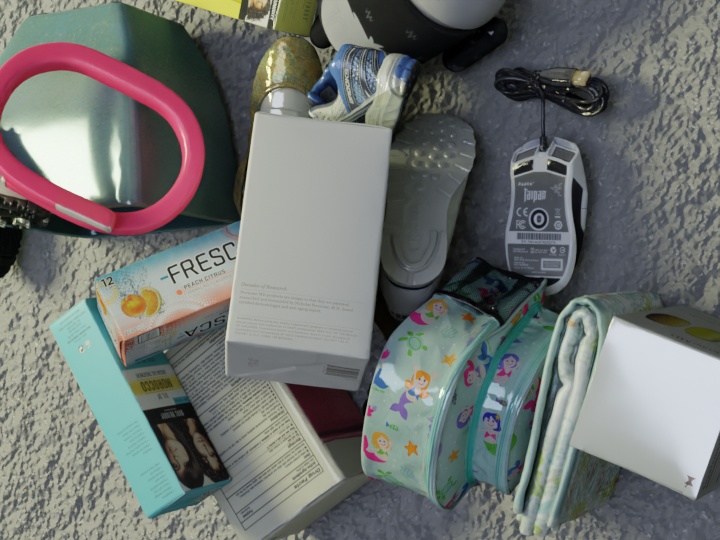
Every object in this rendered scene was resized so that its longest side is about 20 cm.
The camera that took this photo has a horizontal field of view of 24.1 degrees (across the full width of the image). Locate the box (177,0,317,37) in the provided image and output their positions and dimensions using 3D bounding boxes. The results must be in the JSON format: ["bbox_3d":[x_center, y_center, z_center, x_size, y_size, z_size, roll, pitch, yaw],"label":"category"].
[{"bbox_3d":[-0.119,-0.276,1.585,0.200,0.050,0.076,25,105,43],"label":"box"}]

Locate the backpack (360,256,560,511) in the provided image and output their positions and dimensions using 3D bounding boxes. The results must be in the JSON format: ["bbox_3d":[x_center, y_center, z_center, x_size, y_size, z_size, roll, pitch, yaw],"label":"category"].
[{"bbox_3d":[0.088,0.104,1.426,0.150,0.200,0.178,25,124,27],"label":"backpack"}]

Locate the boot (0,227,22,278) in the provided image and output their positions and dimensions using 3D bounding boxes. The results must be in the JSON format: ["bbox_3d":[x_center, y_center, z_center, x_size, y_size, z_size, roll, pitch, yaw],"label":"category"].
[{"bbox_3d":[-0.437,-0.089,1.762,0.167,0.076,0.202,0,84,23],"label":"boot"}]

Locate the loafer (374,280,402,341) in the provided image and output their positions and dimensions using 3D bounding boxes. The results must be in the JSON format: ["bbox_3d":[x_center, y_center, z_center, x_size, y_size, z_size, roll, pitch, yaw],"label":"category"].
[{"bbox_3d":[0.000,0.000,1.561,0.071,0.073,0.201,-44,67,29],"label":"loafer"}]

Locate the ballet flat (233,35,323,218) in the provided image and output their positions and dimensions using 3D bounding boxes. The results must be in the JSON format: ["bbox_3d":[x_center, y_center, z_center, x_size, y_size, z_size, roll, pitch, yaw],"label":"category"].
[{"bbox_3d":[-0.075,-0.118,1.557,0.071,0.071,0.201,34,129,21],"label":"ballet flat"}]

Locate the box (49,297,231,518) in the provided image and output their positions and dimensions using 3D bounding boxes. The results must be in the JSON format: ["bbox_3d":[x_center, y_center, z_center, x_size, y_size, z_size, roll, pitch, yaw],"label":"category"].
[{"bbox_3d":[-0.199,0.120,1.529,0.049,0.082,0.201,-35,77,23],"label":"box"}]

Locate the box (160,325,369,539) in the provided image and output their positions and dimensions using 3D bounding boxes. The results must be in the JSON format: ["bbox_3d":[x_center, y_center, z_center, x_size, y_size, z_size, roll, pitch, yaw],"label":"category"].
[{"bbox_3d":[-0.087,0.138,1.579,0.128,0.109,0.201,-38,76,23],"label":"box"}]

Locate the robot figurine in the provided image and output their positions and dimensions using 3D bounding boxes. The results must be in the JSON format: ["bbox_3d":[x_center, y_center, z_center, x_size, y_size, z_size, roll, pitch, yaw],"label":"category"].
[{"bbox_3d":[0.043,-0.246,1.484,0.200,0.150,0.126,-27,69,47],"label":"robot figurine"}]

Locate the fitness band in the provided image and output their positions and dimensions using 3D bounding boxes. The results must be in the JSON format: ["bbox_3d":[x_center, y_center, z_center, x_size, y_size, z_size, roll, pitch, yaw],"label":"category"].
[{"bbox_3d":[-0.232,-0.114,1.466,0.199,0.037,0.144,27,73,-1],"label":"fitness band"}]

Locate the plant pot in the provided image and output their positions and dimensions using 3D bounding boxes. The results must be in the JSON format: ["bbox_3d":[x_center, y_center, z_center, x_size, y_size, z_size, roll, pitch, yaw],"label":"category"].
[{"bbox_3d":[-0.241,-0.143,1.608,0.195,0.196,0.201,-3,85,26],"label":"plant pot"}]

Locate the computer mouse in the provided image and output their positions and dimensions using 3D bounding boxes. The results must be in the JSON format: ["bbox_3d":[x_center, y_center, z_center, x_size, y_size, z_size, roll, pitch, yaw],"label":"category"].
[{"bbox_3d":[0.165,-0.078,1.486,0.109,0.044,0.201,4,92,33],"label":"computer mouse"}]

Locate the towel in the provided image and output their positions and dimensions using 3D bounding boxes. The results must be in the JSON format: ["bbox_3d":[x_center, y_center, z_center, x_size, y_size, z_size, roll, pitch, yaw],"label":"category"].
[{"bbox_3d":[0.189,0.115,1.408,0.048,0.171,0.201,19,100,23],"label":"towel"}]

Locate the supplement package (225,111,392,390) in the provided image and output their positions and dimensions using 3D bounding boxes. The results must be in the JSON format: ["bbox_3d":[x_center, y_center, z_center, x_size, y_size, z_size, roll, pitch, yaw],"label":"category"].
[{"bbox_3d":[-0.044,-0.014,1.420,0.119,0.121,0.201,6,73,-2],"label":"supplement package"}]

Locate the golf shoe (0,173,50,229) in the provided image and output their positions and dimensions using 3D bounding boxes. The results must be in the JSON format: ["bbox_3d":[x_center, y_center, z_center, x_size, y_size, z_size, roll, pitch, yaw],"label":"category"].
[{"bbox_3d":[-0.354,-0.100,1.517,0.199,0.077,0.088,22,76,23],"label":"golf shoe"}]

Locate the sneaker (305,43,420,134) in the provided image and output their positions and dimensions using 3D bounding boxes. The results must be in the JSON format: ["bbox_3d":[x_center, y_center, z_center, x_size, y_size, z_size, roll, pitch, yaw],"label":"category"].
[{"bbox_3d":[-0.006,-0.144,1.498,0.085,0.200,0.077,23,63,0],"label":"sneaker"}]

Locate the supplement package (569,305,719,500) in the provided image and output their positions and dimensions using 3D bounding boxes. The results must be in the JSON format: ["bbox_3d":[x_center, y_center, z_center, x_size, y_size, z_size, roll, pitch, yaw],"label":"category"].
[{"bbox_3d":[0.263,0.100,1.355,0.113,0.200,0.110,22,101,23],"label":"supplement package"}]

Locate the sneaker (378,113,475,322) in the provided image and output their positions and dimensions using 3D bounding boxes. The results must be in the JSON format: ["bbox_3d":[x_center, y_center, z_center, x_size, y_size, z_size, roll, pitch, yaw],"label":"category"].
[{"bbox_3d":[0.054,-0.052,1.500,0.076,0.081,0.201,13,58,9],"label":"sneaker"}]

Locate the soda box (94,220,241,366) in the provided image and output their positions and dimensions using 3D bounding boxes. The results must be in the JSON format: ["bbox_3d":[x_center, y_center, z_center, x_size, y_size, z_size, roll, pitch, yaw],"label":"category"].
[{"bbox_3d":[-0.133,0.011,1.503,0.199,0.064,0.069,-22,69,-16],"label":"soda box"}]
